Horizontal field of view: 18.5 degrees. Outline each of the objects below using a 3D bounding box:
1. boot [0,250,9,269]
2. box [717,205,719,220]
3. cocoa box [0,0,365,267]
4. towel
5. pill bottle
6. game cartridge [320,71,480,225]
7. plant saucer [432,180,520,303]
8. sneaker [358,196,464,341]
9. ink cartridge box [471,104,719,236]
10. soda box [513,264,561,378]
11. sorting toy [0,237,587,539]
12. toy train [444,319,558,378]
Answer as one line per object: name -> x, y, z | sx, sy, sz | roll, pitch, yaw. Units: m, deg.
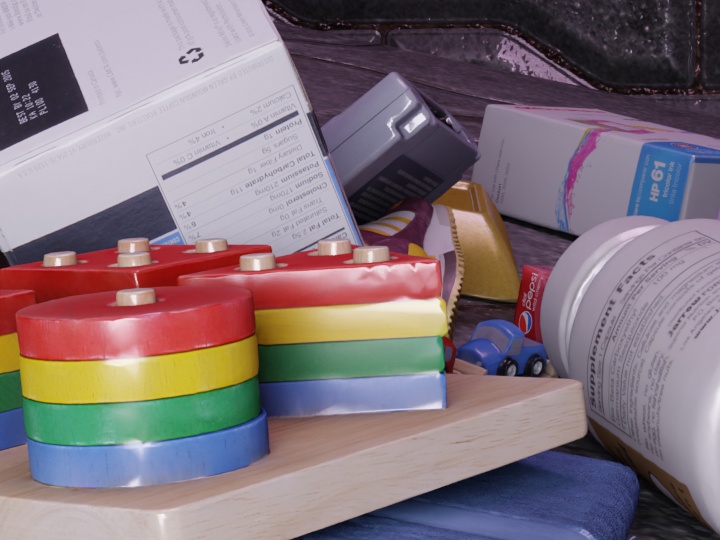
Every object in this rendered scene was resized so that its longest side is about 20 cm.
boot -> -0.181, 0.002, 0.925 | 0.199, 0.073, 0.166 | 11, 11, 29
box -> 0.249, 0.015, 0.973 | 0.096, 0.177, 0.200 | 5, 11, -30
cocoa box -> -0.092, -0.059, 0.921 | 0.133, 0.132, 0.200 | -25, 36, -3
towel -> 0.021, 0.095, 0.675 | 0.111, 0.049, 0.200 | 10, 11, 15
pill bottle -> 0.150, 0.040, 0.917 | 0.114, 0.115, 0.200 | 6, 11, -18
game cartridge -> -0.007, -0.041, 1.177 | 0.042, 0.133, 0.200 | 56, 7, 9
plant saucer -> 0.007, -0.035, 1.398 | 0.199, 0.049, 0.200 | 10, 9, -1
sneaker -> 0.000, 0.000, 1.120 | 0.089, 0.076, 0.200 | 9, 8, -5
ink cartridge box -> 0.203, -0.067, 1.664 | 0.199, 0.085, 0.144 | 17, 12, 41
soda box -> 0.171, 0.039, 1.096 | 0.199, 0.064, 0.070 | 4, 11, -33
sorting toy -> -0.064, 0.032, 0.701 | 0.198, 0.070, 0.199 | 1, 8, 39
toy train -> 0.018, 0.045, 0.956 | 0.034, 0.046, 0.199 | 18, 13, 41
